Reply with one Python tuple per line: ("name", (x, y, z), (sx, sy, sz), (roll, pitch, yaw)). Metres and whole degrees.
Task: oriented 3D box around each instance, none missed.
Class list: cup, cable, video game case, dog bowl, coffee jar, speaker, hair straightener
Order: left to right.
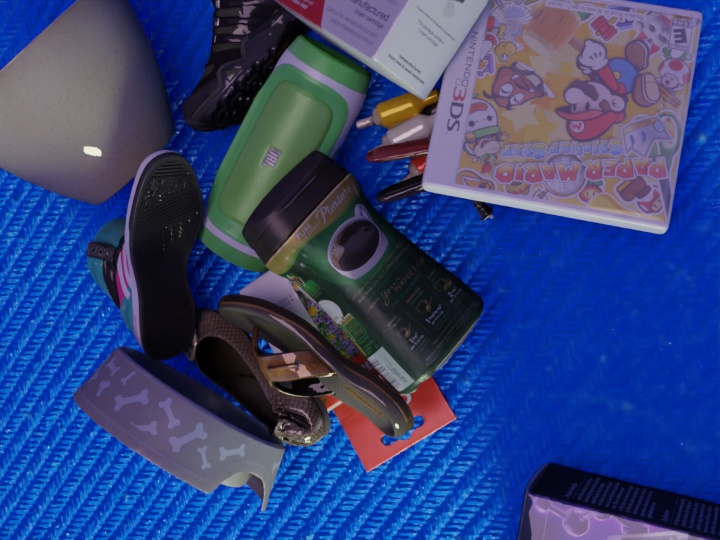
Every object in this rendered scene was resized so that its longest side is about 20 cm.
("cup", (-0.253, -0.145, 1.078), (0.199, 0.201, 0.143), (-36, 107, 18))
("dog bowl", (-0.154, 0.135, 1.051), (0.199, 0.200, 0.059), (31, 87, 15))
("speaker", (-0.069, -0.103, 1.056), (0.088, 0.088, 0.201), (33, 104, 14))
("coffee jar", (0.000, 0.000, 0.988), (0.200, 0.085, 0.104), (44, 72, -2))
("cable", (0.096, -0.144, 1.012), (0.199, 0.050, 0.098), (-36, 87, 18))
("hair straightener", (0.107, -0.084, 1.001), (0.197, 0.041, 0.078), (-13, 105, -1))
("video game case", (0.163, -0.136, 0.959), (0.197, 0.023, 0.184), (11, 80, 8))

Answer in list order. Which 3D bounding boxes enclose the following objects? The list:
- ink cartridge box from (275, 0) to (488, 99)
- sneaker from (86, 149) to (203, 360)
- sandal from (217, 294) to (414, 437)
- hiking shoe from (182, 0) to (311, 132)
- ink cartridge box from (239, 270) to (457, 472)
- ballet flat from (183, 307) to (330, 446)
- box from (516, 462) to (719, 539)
("ink cartridge box", (0.042, -0.266, 0.966), (0.144, 0.083, 0.201), (37, 96, 39))
("sneaker", (-0.198, -0.032, 1.084), (0.121, 0.083, 0.202), (38, 131, 44))
("sandal", (-0.046, 0.087, 1.009), (0.199, 0.082, 0.055), (37, 72, 6))
("hiking shoe", (-0.103, -0.219, 1.073), (0.101, 0.076, 0.200), (43, 97, 20))
("ink cartridge box", (-0.011, 0.074, 1.066), (0.108, 0.050, 0.201), (-33, 83, 18))
("ballet flat", (-0.107, 0.098, 1.075), (0.199, 0.046, 0.068), (36, 135, 32))
("box", (0.224, 0.259, 0.968), (0.198, 0.104, 0.150), (10, 98, 18))
